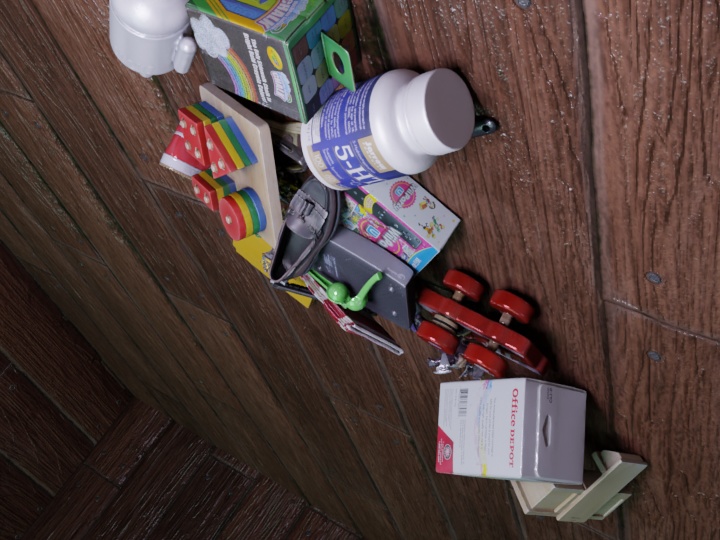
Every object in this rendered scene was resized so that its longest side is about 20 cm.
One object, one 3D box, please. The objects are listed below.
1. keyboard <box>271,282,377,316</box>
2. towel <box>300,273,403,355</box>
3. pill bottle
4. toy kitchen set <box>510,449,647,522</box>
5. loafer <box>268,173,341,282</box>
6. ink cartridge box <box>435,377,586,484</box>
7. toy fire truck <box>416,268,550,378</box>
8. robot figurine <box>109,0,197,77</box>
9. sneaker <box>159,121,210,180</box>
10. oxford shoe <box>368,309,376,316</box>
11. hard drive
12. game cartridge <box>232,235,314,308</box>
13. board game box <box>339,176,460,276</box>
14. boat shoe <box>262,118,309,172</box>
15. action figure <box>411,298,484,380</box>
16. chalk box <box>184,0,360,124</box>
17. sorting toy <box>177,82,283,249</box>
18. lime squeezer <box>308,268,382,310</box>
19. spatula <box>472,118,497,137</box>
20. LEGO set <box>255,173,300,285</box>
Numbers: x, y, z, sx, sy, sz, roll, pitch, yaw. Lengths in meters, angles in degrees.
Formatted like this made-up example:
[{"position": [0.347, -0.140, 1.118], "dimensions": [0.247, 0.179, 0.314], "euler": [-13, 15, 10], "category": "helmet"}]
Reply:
[{"position": [-0.065, 0.047, 1.565], "dimensions": [0.196, 0.021, 0.127], "euler": [17, 178, -9], "category": "keyboard"}, {"position": [-0.026, 0.058, 1.386], "dimensions": [0.143, 0.023, 0.200], "euler": [30, -169, -46], "category": "towel"}, {"position": [0.032, -0.169, 1.019], "dimensions": [0.198, 0.121, 0.120], "euler": [-8, 131, 47], "category": "pill bottle"}, {"position": [0.362, 0.298, 1.460], "dimensions": [0.197, 0.183, 0.164], "euler": [15, 128, -34], "category": "toy kitchen set"}, {"position": [-0.083, -0.054, 1.237], "dimensions": [0.072, 0.063, 0.202], "euler": [41, 136, 16], "category": "loafer"}, {"position": [0.235, 0.253, 1.354], "dimensions": [0.142, 0.149, 0.198], "euler": [14, 165, -32], "category": "ink cartridge box"}, {"position": [0.183, 0.092, 1.303], "dimensions": [0.197, 0.114, 0.168], "euler": [25, 171, 29], "category": "toy fire truck"}, {"position": [-0.282, -0.344, 1.166], "dimensions": [0.170, 0.113, 0.200], "euler": [44, 156, 2], "category": "robot figurine"}, {"position": [-0.249, -0.200, 1.445], "dimensions": [0.070, 0.115, 0.199], "euler": [24, -178, 21], "category": "sneaker"}, {"position": [0.032, 0.005, 1.411], "dimensions": [0.072, 0.071, 0.202], "euler": [49, 156, 24], "category": "oxford shoe"}, {"position": [0.000, 0.000, 1.302], "dimensions": [0.198, 0.042, 0.136], "euler": [30, 154, 24], "category": "hard drive"}, {"position": [-0.157, -0.027, 1.647], "dimensions": [0.199, 0.033, 0.177], "euler": [39, 156, 5], "category": "game cartridge"}, {"position": [0.030, -0.087, 1.241], "dimensions": [0.199, 0.065, 0.148], "euler": [38, 157, 0], "category": "board game box"}, {"position": [-0.130, -0.182, 1.294], "dimensions": [0.198, 0.065, 0.074], "euler": [5, 141, 51], "category": "boat shoe"}, {"position": [0.127, 0.112, 1.400], "dimensions": [0.199, 0.070, 0.130], "euler": [41, -168, 5], "category": "action figure"}, {"position": [-0.082, -0.271, 1.009], "dimensions": [0.197, 0.125, 0.126], "euler": [25, 152, 23], "category": "chalk box"}, {"position": [-0.200, -0.151, 1.305], "dimensions": [0.198, 0.069, 0.204], "euler": [39, 143, 45], "category": "sorting toy"}, {"position": [-0.029, 0.025, 1.288], "dimensions": [0.198, 0.038, 0.071], "euler": [11, 142, 50], "category": "lime squeezer"}, {"position": [0.091, -0.169, 1.066], "dimensions": [0.198, 0.021, 0.057], "euler": [5, 135, 50], "category": "spatula"}, {"position": [-0.154, -0.068, 1.458], "dimensions": [0.152, 0.117, 0.201], "euler": [35, 155, 5], "category": "LEGO set"}]
